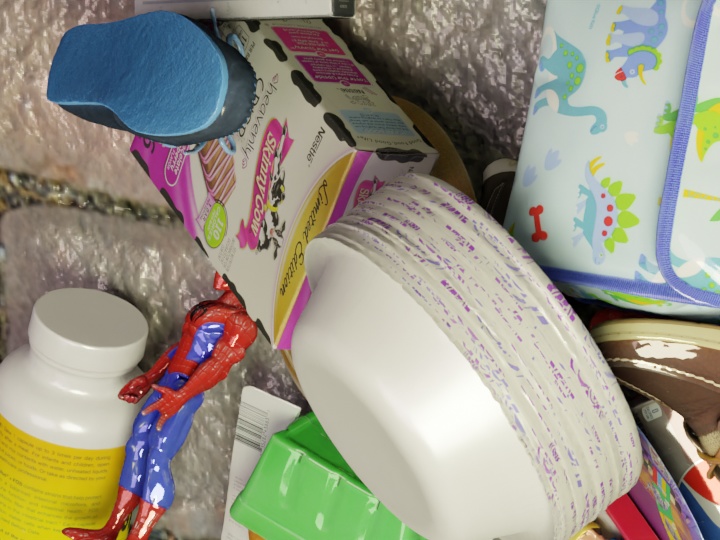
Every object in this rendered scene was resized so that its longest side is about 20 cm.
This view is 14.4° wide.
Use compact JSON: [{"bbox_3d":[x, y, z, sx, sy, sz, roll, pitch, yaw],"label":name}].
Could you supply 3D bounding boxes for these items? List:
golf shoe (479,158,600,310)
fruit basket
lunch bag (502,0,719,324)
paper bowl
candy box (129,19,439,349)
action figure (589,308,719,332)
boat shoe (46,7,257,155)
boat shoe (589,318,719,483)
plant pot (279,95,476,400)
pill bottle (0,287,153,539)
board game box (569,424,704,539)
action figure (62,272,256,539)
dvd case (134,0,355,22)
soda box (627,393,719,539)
[{"bbox_3d":[0.081,0.029,1.606,0.094,0.078,0.201,44,126,40],"label":"golf shoe"},{"bbox_3d":[-0.007,0.185,1.714,0.185,0.094,0.201,28,132,27],"label":"fruit basket"},{"bbox_3d":[0.182,-0.059,1.428,0.199,0.127,0.171,10,87,34],"label":"lunch bag"},{"bbox_3d":[0.042,0.058,1.449,0.201,0.104,0.201,48,163,20],"label":"paper bowl"},{"bbox_3d":[-0.048,-0.067,1.618,0.200,0.061,0.137,51,129,42],"label":"candy box"},{"bbox_3d":[0.187,0.022,1.519,0.200,0.065,0.052,-25,73,38],"label":"action figure"},{"bbox_3d":[-0.103,-0.108,1.592,0.200,0.068,0.084,25,95,58],"label":"boat shoe"},{"bbox_3d":[0.204,0.081,1.455,0.072,0.199,0.072,-22,49,67],"label":"boat shoe"},{"bbox_3d":[0.000,0.000,1.628,0.200,0.027,0.201,1,92,55],"label":"plant pot"},{"bbox_3d":[-0.188,0.115,1.801,0.104,0.104,0.201,29,120,26],"label":"pill bottle"},{"bbox_3d":[0.140,0.160,1.541,0.159,0.039,0.200,68,168,-4],"label":"board game box"},{"bbox_3d":[-0.113,0.079,1.713,0.201,0.052,0.065,-61,24,-7],"label":"action figure"},{"bbox_3d":[-0.064,-0.238,1.577,0.150,0.025,0.201,2,93,40],"label":"dvd case"},{"bbox_3d":[0.210,0.150,1.531,0.070,0.063,0.201,-23,90,11],"label":"soda box"}]
